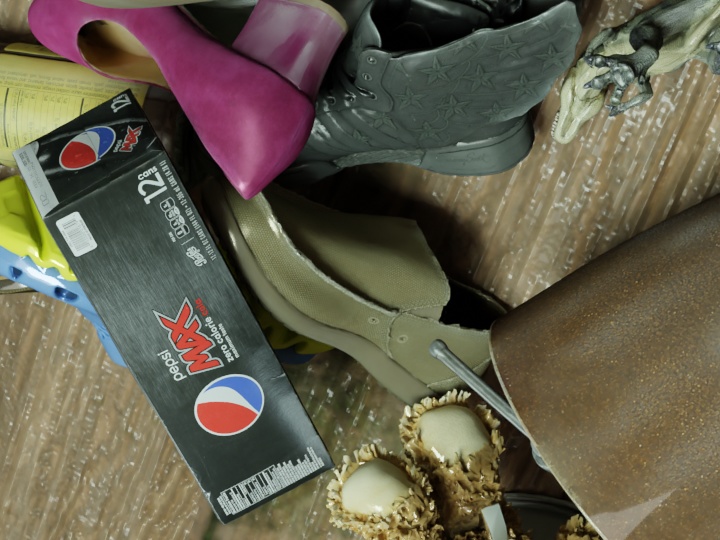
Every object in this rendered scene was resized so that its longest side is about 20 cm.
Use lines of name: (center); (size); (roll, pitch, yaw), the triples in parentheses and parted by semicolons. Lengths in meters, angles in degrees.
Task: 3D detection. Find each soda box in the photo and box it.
soda box: (-0.085, 0.019, 1.158); (0.063, 0.071, 0.200); (-29, 125, -4)

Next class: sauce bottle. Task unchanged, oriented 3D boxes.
sauce bottle: (-0.169, -0.084, 1.265); (0.199, 0.065, 0.065); (10, 121, 21)

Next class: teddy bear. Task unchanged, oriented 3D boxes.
teddy bear: (0.058, 0.158, 1.220); (0.200, 0.145, 0.067); (45, 145, -17)

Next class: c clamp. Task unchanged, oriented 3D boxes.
c clamp: (0.122, 0.109, 1.194); (0.027, 0.200, 0.171); (-45, 67, 2)

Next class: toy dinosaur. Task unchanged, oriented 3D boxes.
toy dinosaur: (0.149, -0.103, 1.098); (0.200, 0.088, 0.048); (-25, 105, 33)

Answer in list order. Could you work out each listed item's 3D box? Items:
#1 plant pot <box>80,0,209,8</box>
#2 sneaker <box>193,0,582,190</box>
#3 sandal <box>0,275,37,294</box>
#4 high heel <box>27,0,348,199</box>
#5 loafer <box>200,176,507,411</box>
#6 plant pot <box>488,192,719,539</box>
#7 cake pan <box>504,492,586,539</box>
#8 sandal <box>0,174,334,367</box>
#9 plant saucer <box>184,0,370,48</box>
plant pot: (-0.067, -0.189, 1.037); (0.200, 0.200, 0.173); (53, 143, -10)
sneaker: (0.010, -0.093, 1.166); (0.199, 0.060, 0.104); (-1, 140, 14)
sandal: (-0.205, -0.017, 1.322); (0.199, 0.082, 0.055); (5, 97, 29)
high heel: (-0.098, -0.084, 1.162); (0.200, 0.096, 0.067); (12, 156, 36)
loafer: (0.000, 0.000, 1.203); (0.067, 0.076, 0.200); (-41, 137, 13)
plant pot: (0.193, 0.034, 1.114); (0.200, 0.187, 0.187); (-40, 97, 16)
cake pan: (0.094, 0.212, 1.329); (0.200, 0.037, 0.201); (10, 121, 18)
sandal: (-0.106, 0.017, 1.245); (0.200, 0.080, 0.087); (23, 127, -20)
plant saucer: (-0.061, -0.180, 1.171); (0.200, 0.050, 0.201); (10, 120, 18)
